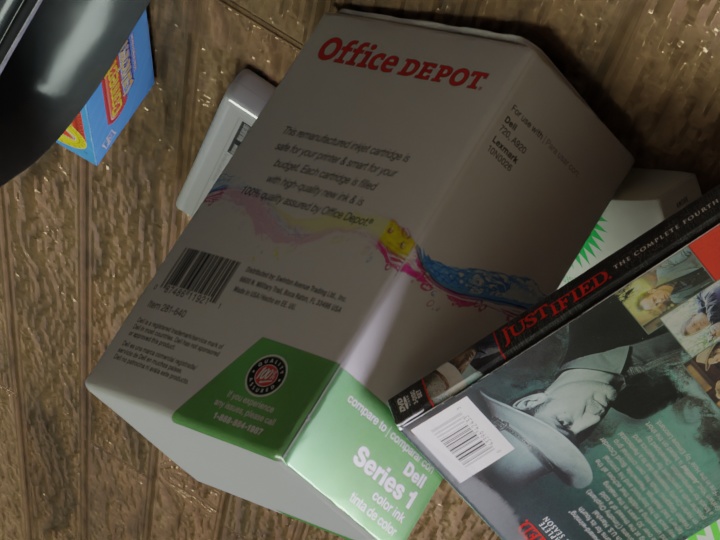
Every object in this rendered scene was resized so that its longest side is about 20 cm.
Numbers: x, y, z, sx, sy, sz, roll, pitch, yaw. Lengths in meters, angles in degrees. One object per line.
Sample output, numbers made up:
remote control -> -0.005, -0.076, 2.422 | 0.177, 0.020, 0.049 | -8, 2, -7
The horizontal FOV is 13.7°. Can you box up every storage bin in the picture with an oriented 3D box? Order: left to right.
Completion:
storage bin -> -0.160, -0.140, 1.243 | 0.134, 0.146, 0.200 | 42, 131, 6

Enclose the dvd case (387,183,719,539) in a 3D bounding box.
dvd case -> 0.129, 0.042, 1.189 | 0.146, 0.200, 0.022 | 47, -167, -40

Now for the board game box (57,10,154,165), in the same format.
board game box -> -0.198, -0.154, 1.431 | 0.195, 0.056, 0.200 | 30, 163, 10

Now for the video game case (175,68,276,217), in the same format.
video game case -> -0.002, -0.016, 1.516 | 0.182, 0.023, 0.200 | 34, 162, -1

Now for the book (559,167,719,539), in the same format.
book -> 0.122, 0.049, 1.313 | 0.133, 0.048, 0.201 | 6, 122, 52

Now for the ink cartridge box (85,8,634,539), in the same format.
ink cartridge box -> 0.000, 0.000, 1.248 | 0.145, 0.200, 0.084 | 15, 159, 51
